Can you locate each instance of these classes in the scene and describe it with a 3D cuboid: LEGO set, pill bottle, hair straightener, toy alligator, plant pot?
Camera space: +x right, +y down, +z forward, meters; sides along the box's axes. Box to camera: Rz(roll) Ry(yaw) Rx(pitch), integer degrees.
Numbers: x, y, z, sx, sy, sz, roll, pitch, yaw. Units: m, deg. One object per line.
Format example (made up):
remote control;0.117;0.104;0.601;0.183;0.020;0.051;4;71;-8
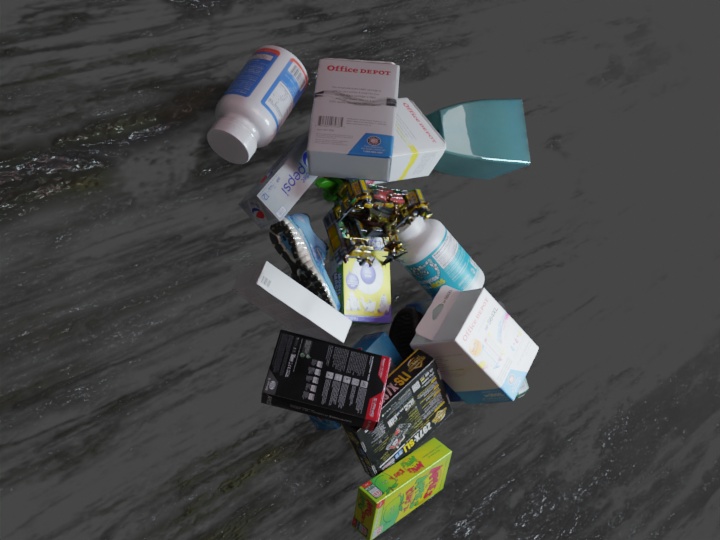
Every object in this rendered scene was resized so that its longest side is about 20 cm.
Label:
LEGO set;0.036;-0.070;1.612;0.200;0.154;0.116;11;51;-45
pill bottle;0.144;-0.024;1.776;0.200;0.111;0.111;47;56;-21
hair straightener;0.013;-0.117;1.705;0.041;0.077;0.200;50;25;20
toy alligator;-0.010;-0.160;1.720;0.200;0.059;0.054;-16;133;-41
pill bottle;-0.181;-0.283;1.566;0.112;0.112;0.200;44;58;-24
plant pot;0.221;-0.271;1.871;0.200;0.141;0.141;-3;83;-33

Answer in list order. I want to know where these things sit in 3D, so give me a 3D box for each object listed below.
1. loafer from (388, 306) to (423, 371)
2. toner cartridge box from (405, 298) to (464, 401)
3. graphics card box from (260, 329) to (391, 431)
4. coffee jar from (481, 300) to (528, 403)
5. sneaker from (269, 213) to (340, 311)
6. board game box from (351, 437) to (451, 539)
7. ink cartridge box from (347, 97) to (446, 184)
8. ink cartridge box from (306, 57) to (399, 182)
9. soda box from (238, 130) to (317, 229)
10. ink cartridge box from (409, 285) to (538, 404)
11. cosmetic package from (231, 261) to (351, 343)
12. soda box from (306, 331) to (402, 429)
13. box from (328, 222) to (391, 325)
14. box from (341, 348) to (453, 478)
loafer;0.102;0.168;1.738;0.071;0.073;0.200;-3;93;-42
toner cartridge box;0.155;0.154;1.761;0.043;0.095;0.200;-15;90;-39
graphics card box;-0.058;0.186;1.540;0.200;0.051;0.126;14;59;-2
coffee jar;0.264;0.163;1.841;0.085;0.104;0.200;-17;92;-42
sneaker;-0.079;-0.015;1.619;0.090;0.078;0.200;-33;103;-42
board game box;0.076;0.394;1.649;0.200;0.048;0.102;-24;135;-39
ink cartridge box;0.041;-0.244;1.719;0.200;0.083;0.145;-13;59;-39
ink cartridge box;-0.010;-0.264;1.588;0.144;0.084;0.200;5;63;2
soda box;-0.126;-0.165;1.614;0.063;0.068;0.200;48;55;-18
ink cartridge box;0.201;0.131;1.661;0.200;0.125;0.129;45;58;-23
cosmetic package;-0.116;0.060;1.571;0.200;0.083;0.051;37;58;-28
soda box;-0.015;0.197;1.637;0.200;0.064;0.068;-43;108;-35
box;0.000;0.000;1.698;0.117;0.048;0.200;5;76;-38
box;0.069;0.260;1.631;0.200;0.049;0.160;-41;136;-20
